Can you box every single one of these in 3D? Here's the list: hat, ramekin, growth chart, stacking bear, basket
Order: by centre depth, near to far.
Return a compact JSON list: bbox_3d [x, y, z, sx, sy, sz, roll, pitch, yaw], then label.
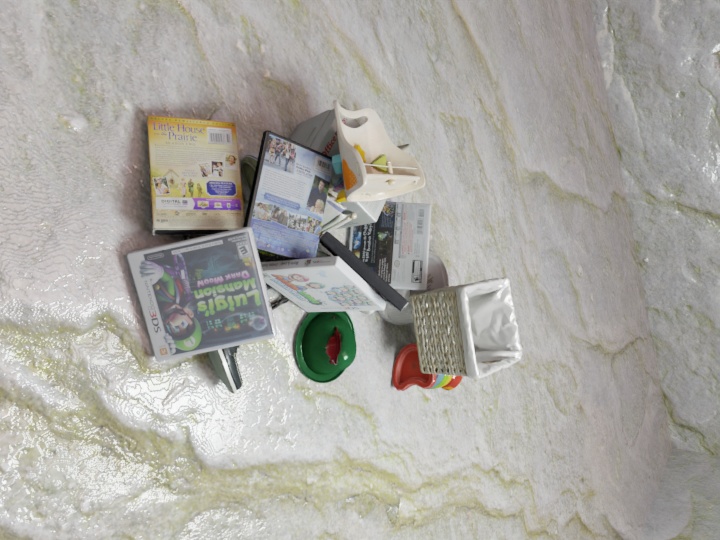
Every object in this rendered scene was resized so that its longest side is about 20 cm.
[{"bbox_3d":[-0.101,-0.141,1.002,0.200,0.145,0.018,40,48,-33],"label":"growth chart"},{"bbox_3d":[-0.021,0.160,1.032,0.200,0.176,0.166,-51,121,-35],"label":"hat"},{"bbox_3d":[0.239,0.128,1.151,0.198,0.161,0.200,-8,88,-45],"label":"basket"},{"bbox_3d":[0.129,0.034,1.244,0.200,0.105,0.200,4,84,-45],"label":"ramekin"},{"bbox_3d":[0.189,0.253,1.288,0.200,0.121,0.114,21,62,-45],"label":"stacking bear"}]

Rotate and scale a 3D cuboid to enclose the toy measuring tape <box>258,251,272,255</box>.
[{"bbox_3d":[-0.190,-0.040,0.949,0.200,0.074,0.074,-51,122,-35],"label":"toy measuring tape"}]

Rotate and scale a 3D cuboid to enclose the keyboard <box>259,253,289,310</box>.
[{"bbox_3d":[-0.189,0.031,0.985,0.200,0.021,0.127,-35,111,-40],"label":"keyboard"}]

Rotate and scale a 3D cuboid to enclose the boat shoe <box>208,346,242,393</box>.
[{"bbox_3d":[-0.240,0.116,0.887,0.060,0.076,0.200,-26,106,-33],"label":"boat shoe"}]

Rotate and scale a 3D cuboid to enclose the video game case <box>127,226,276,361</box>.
[{"bbox_3d":[-0.252,0.039,0.814,0.023,0.200,0.182,-95,173,-81],"label":"video game case"}]

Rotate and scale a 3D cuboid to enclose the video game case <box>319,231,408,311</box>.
[{"bbox_3d":[0.000,0.000,1.004,0.200,0.181,0.026,41,88,-4],"label":"video game case"}]

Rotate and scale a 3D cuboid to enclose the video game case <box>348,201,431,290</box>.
[{"bbox_3d":[0.065,-0.059,1.157,0.023,0.182,0.200,72,22,-82],"label":"video game case"}]

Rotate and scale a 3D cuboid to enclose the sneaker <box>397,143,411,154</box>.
[{"bbox_3d":[0.076,-0.224,1.162,0.077,0.200,0.111,-15,101,-10],"label":"sneaker"}]

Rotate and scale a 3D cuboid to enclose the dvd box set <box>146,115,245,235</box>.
[{"bbox_3d":[-0.274,-0.157,0.845,0.146,0.029,0.200,-3,76,-26],"label":"dvd box set"}]

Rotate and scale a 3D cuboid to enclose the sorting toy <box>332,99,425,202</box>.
[{"bbox_3d":[0.008,-0.226,0.946,0.200,0.107,0.180,-11,84,-52],"label":"sorting toy"}]

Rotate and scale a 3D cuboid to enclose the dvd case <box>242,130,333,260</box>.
[{"bbox_3d":[-0.123,-0.123,0.880,0.143,0.018,0.200,15,82,-36],"label":"dvd case"}]

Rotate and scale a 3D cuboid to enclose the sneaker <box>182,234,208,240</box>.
[{"bbox_3d":[-0.264,-0.074,0.881,0.082,0.077,0.200,21,57,-15],"label":"sneaker"}]

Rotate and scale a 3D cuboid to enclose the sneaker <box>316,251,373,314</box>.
[{"bbox_3d":[-0.049,0.045,1.090,0.200,0.076,0.081,38,60,-26],"label":"sneaker"}]

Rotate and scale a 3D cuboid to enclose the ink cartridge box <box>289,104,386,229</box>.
[{"bbox_3d":[-0.050,-0.206,1.051,0.200,0.145,0.145,44,58,-34],"label":"ink cartridge box"}]

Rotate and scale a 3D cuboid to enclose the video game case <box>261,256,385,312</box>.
[{"bbox_3d":[-0.074,0.032,0.951,0.200,0.182,0.024,45,49,-52],"label":"video game case"}]

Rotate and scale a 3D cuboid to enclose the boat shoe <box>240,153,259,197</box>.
[{"bbox_3d":[-0.169,-0.136,0.931,0.062,0.072,0.200,-20,67,-45],"label":"boat shoe"}]
